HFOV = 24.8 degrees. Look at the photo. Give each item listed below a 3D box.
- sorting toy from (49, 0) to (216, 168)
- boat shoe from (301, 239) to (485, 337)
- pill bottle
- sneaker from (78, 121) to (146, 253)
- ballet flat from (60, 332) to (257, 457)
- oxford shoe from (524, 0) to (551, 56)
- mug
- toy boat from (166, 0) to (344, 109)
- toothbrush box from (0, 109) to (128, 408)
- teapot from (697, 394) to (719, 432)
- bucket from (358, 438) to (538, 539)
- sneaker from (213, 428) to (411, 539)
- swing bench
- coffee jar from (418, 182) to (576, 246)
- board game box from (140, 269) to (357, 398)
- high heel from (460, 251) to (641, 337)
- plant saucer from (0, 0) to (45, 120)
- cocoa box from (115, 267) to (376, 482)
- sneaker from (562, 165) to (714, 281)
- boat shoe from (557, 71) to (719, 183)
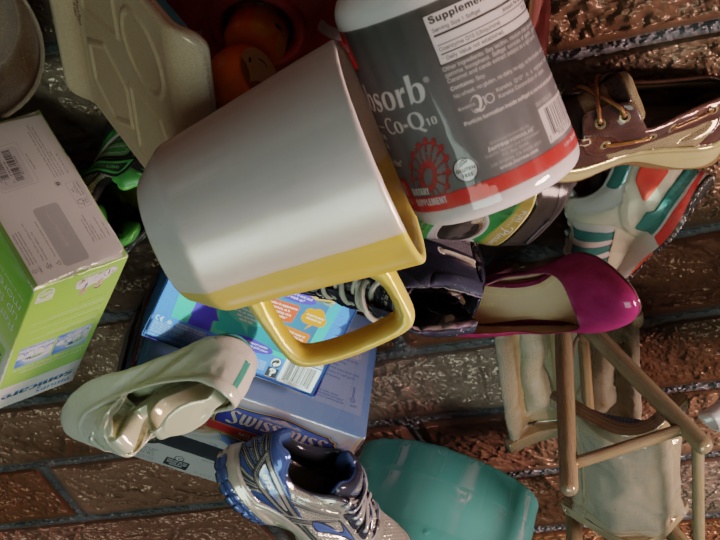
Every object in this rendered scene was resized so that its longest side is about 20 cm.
[{"bbox_3d":[-0.153,-0.144,1.133,0.036,0.200,0.185,-29,143,-23],"label":"sorting toy"},{"bbox_3d":[0.000,0.000,1.211,0.199,0.093,0.075,3,115,-7],"label":"boat shoe"},{"bbox_3d":[0.052,-0.140,1.027,0.116,0.116,0.201,-17,105,27],"label":"pill bottle"},{"bbox_3d":[-0.205,-0.044,1.298,0.078,0.085,0.200,21,139,-14],"label":"sneaker"},{"bbox_3d":[-0.167,0.108,1.279,0.200,0.070,0.069,-24,129,29],"label":"ballet flat"},{"bbox_3d":[0.088,-0.195,1.082,0.074,0.071,0.200,5,139,9],"label":"oxford shoe"},{"bbox_3d":[-0.049,-0.031,1.034,0.153,0.187,0.149,-22,176,7],"label":"mug"},{"bbox_3d":[-0.072,-0.155,1.109,0.130,0.131,0.200,19,139,-11],"label":"toy boat"},{"bbox_3d":[-0.273,-0.004,1.288,0.086,0.146,0.200,-22,160,-32],"label":"toothbrush box"},{"bbox_3d":[0.388,0.052,1.250,0.197,0.146,0.200,17,138,-10],"label":"teapot"},{"bbox_3d":[0.063,0.253,1.513,0.206,0.135,0.207,18,157,8],"label":"bucket"},{"bbox_3d":[-0.021,0.193,1.344,0.200,0.077,0.085,33,127,-30],"label":"sneaker"},{"bbox_3d":[0.199,0.142,1.368,0.129,0.200,0.199,-16,139,-3],"label":"swing bench"},{"bbox_3d":[0.051,-0.069,1.183,0.199,0.086,0.104,3,155,-21],"label":"coffee jar"},{"bbox_3d":[-0.065,-0.014,1.276,0.152,0.045,0.200,22,113,-13],"label":"board game box"},{"bbox_3d":[0.125,0.033,1.253,0.200,0.096,0.068,-1,116,60],"label":"high heel"},{"bbox_3d":[-0.325,-0.186,1.194,0.200,0.037,0.201,5,138,5],"label":"plant saucer"},{"bbox_3d":[-0.101,0.094,1.399,0.199,0.134,0.131,20,137,-13],"label":"cocoa box"},{"bbox_3d":[0.186,-0.038,1.259,0.093,0.070,0.200,39,144,3],"label":"sneaker"},{"bbox_3d":[0.172,-0.110,1.138,0.199,0.072,0.072,-2,136,-18],"label":"boat shoe"}]
